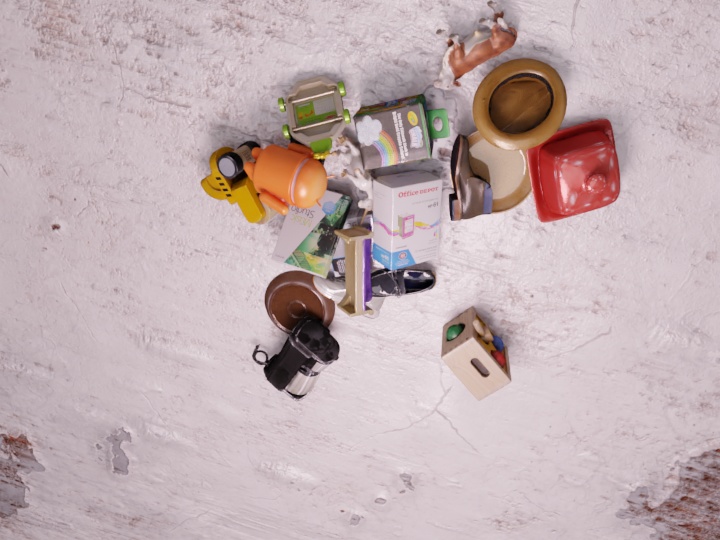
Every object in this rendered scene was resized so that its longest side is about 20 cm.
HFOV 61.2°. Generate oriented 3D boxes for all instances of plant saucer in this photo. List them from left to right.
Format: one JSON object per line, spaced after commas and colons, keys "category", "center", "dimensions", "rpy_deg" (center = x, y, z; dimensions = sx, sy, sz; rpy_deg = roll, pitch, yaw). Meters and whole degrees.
{"category": "plant saucer", "center": [-0.166, 0.099, 1.632], "dimensions": [0.197, 0.035, 0.203], "rpy_deg": [3, 115, 7]}
{"category": "plant saucer", "center": [0.305, -0.231, 1.396], "dimensions": [0.197, 0.036, 0.203], "rpy_deg": [4, 115, 8]}

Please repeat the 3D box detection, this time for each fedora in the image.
{"category": "fedora", "center": [0.336, -0.346, 1.298], "dimensions": [0.198, 0.082, 0.204], "rpy_deg": [0, 91, 8]}

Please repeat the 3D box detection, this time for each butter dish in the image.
{"category": "butter dish", "center": [0.479, -0.200, 1.305], "dimensions": [0.197, 0.148, 0.202], "rpy_deg": [-16, 112, 1]}

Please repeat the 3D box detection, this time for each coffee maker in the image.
{"category": "coffee maker", "center": [-0.174, 0.224, 1.603], "dimensions": [0.190, 0.136, 0.201], "rpy_deg": [22, 133, -14]}

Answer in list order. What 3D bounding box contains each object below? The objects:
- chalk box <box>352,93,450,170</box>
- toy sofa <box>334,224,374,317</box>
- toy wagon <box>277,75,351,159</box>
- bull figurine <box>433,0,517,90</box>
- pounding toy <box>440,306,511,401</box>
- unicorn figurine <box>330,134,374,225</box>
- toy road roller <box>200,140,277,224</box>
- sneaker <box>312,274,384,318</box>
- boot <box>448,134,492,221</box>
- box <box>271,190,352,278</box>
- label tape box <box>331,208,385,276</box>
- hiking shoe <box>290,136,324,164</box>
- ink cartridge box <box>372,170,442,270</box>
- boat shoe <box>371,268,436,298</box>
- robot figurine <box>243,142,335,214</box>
{"category": "chalk box", "center": [0.097, -0.311, 1.348], "dimensions": [0.197, 0.124, 0.126], "rpy_deg": [-8, 112, 12]}
{"category": "toy sofa", "center": [0.000, 0.000, 1.426], "dimensions": [0.096, 0.083, 0.203], "rpy_deg": [-9, 109, -26]}
{"category": "toy wagon", "center": [-0.098, -0.334, 1.353], "dimensions": [0.153, 0.040, 0.203], "rpy_deg": [-12, 75, 7]}
{"category": "bull figurine", "center": [0.228, -0.465, 1.276], "dimensions": [0.198, 0.066, 0.121], "rpy_deg": [-29, 140, 13]}
{"category": "pounding toy", "center": [0.289, 0.186, 1.509], "dimensions": [0.142, 0.185, 0.200], "rpy_deg": [-36, 104, 22]}
{"category": "unicorn figurine", "center": [-0.007, -0.221, 1.393], "dimensions": [0.073, 0.137, 0.203], "rpy_deg": [-11, 77, 24]}
{"category": "toy road roller", "center": [-0.291, -0.202, 1.470], "dimensions": [0.145, 0.123, 0.201], "rpy_deg": [-20, 108, 32]}
{"category": "sneaker", "center": [-0.025, 0.040, 1.566], "dimensions": [0.198, 0.076, 0.093], "rpy_deg": [25, 108, -10]}
{"category": "boot", "center": [0.252, -0.208, 1.366], "dimensions": [0.095, 0.075, 0.202], "rpy_deg": [-2, 122, -2]}
{"category": "box", "center": [-0.116, -0.098, 1.457], "dimensions": [0.143, 0.036, 0.202], "rpy_deg": [17, 85, 18]}
{"category": "label tape box", "center": [0.015, -0.076, 1.502], "dimensions": [0.197, 0.066, 0.145], "rpy_deg": [-9, 112, 16]}
{"category": "hiking shoe", "center": [-0.130, -0.289, 1.427], "dimensions": [0.100, 0.076, 0.202], "rpy_deg": [24, 103, 8]}
{"category": "ink cartridge box", "center": [0.108, -0.120, 1.419], "dimensions": [0.143, 0.084, 0.203], "rpy_deg": [-15, 117, -28]}
{"category": "boat shoe", "center": [0.094, 0.029, 1.514], "dimensions": [0.197, 0.062, 0.076], "rpy_deg": [-4, 92, -2]}
{"category": "robot figurine", "center": [-0.159, -0.206, 1.353], "dimensions": [0.198, 0.144, 0.118], "rpy_deg": [21, 125, 15]}
